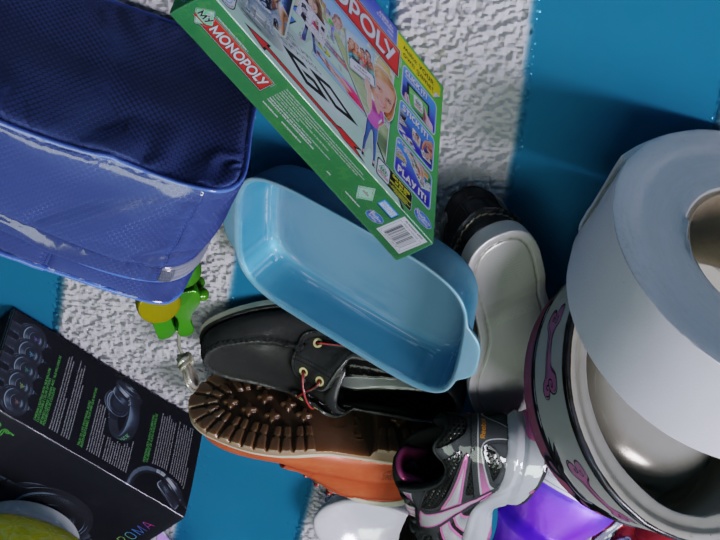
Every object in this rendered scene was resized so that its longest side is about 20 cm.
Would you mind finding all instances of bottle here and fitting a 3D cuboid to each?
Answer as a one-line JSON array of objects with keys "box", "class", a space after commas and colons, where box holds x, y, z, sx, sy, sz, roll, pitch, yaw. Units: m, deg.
[{"box": [0.152, 0.146, 1.076, 0.083, 0.065, 0.201, 27, 105, -5], "class": "bottle"}]

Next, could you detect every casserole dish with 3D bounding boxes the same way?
[{"box": [0.000, 0.000, 0.972, 0.199, 0.039, 0.122, 30, 144, 19], "class": "casserole dish"}]

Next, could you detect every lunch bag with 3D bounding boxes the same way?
[{"box": [-0.171, -0.073, 0.893, 0.199, 0.137, 0.133, 20, 136, -12], "class": "lunch bag"}]

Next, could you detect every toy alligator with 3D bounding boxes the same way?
[{"box": [-0.130, 0.007, 1.032, 0.054, 0.059, 0.201, -25, 133, -1], "class": "toy alligator"}]

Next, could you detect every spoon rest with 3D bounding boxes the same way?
[{"box": [0.057, 0.209, 1.221, 0.198, 0.061, 0.100, -8, 135, 15], "class": "spoon rest"}]

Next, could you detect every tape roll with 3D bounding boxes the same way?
[{"box": [0.223, 0.012, 0.884, 0.201, 0.204, 0.071, 15, 138, -9], "class": "tape roll"}]

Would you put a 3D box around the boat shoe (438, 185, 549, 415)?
[{"box": [0.090, 0.028, 1.023, 0.073, 0.061, 0.201, -24, 137, -5], "class": "boat shoe"}]

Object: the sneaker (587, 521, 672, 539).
[{"box": [0.170, 0.192, 1.143, 0.198, 0.113, 0.071, 2, 153, 6], "class": "sneaker"}]

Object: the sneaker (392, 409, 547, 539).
[{"box": [0.058, 0.150, 1.080, 0.086, 0.081, 0.201, 13, 139, -13], "class": "sneaker"}]

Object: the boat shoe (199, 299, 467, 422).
[{"box": [-0.020, 0.067, 1.080, 0.199, 0.063, 0.074, 6, 140, 4], "class": "boat shoe"}]

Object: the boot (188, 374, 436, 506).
[{"box": [-0.036, 0.135, 1.149, 0.198, 0.075, 0.108, 10, 142, -5], "class": "boot"}]

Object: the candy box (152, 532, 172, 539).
[{"box": [-0.238, 0.295, 1.326, 0.198, 0.072, 0.168, -7, 147, 15], "class": "candy box"}]

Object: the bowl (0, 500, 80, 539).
[{"box": [-0.260, 0.238, 1.122, 0.198, 0.108, 0.201, 3, 137, 3], "class": "bowl"}]

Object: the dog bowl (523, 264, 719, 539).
[{"box": [0.191, 0.076, 0.972, 0.199, 0.201, 0.074, 29, 155, -23], "class": "dog bowl"}]

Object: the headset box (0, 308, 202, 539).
[{"box": [-0.256, 0.141, 1.168, 0.200, 0.093, 0.174, 36, 130, -27], "class": "headset box"}]

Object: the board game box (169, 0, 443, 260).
[{"box": [-0.021, -0.118, 0.825, 0.029, 0.135, 0.200, -22, 131, 28], "class": "board game box"}]
